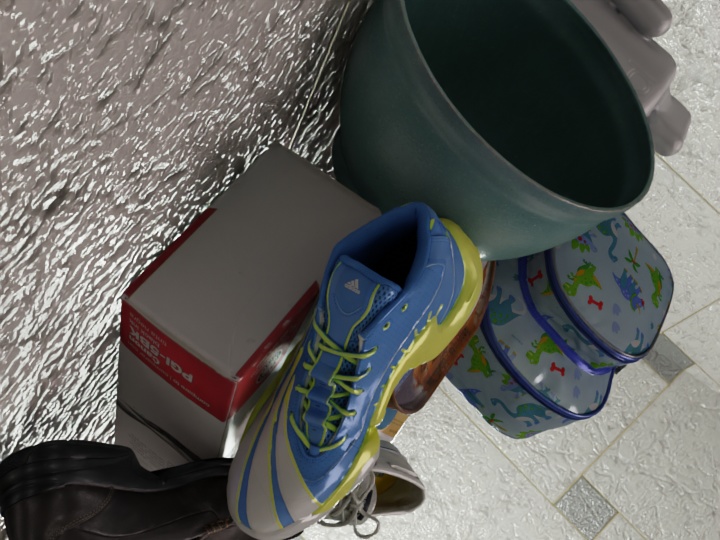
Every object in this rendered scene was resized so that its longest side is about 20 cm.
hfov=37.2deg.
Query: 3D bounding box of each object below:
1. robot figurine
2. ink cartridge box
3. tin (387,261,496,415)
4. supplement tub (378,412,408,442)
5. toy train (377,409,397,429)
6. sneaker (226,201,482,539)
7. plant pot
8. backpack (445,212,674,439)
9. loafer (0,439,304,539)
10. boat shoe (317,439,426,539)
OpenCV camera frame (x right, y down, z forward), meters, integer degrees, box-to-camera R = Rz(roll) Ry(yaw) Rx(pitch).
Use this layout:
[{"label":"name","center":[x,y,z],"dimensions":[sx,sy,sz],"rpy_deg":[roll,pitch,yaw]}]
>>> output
[{"label":"robot figurine","center":[0.147,-0.148,0.777],"dimensions":[0.170,0.200,0.113],"rpy_deg":[-49,180,31]},{"label":"ink cartridge box","center":[-0.076,0.044,0.661],"dimensions":[0.147,0.083,0.201],"rpy_deg":[-50,169,-35]},{"label":"tin","center":[0.048,0.017,0.755],"dimensions":[0.200,0.042,0.113],"rpy_deg":[-46,143,-51]},{"label":"supplement tub","center":[0.002,0.093,1.102],"dimensions":[0.201,0.144,0.145],"rpy_deg":[-56,172,-1]},{"label":"toy train","center":[0.009,0.041,0.979],"dimensions":[0.201,0.115,0.085],"rpy_deg":[-63,151,-15]},{"label":"sneaker","center":[-0.015,0.043,0.559],"dimensions":[0.201,0.075,0.105],"rpy_deg":[-55,151,-12]},{"label":"plant pot","center":[0.065,-0.086,0.667],"dimensions":[0.134,0.200,0.200],"rpy_deg":[-42,-177,40]},{"label":"backpack","center":[0.161,0.029,0.913],"dimensions":[0.147,0.183,0.201],"rpy_deg":[-25,-153,51]},{"label":"loafer","center":[-0.105,0.144,0.585],"dimensions":[0.199,0.073,0.073],"rpy_deg":[14,142,-42]},{"label":"boat shoe","center":[-0.012,0.190,0.920],"dimensions":[0.201,0.086,0.075],"rpy_deg":[19,105,-48]}]
